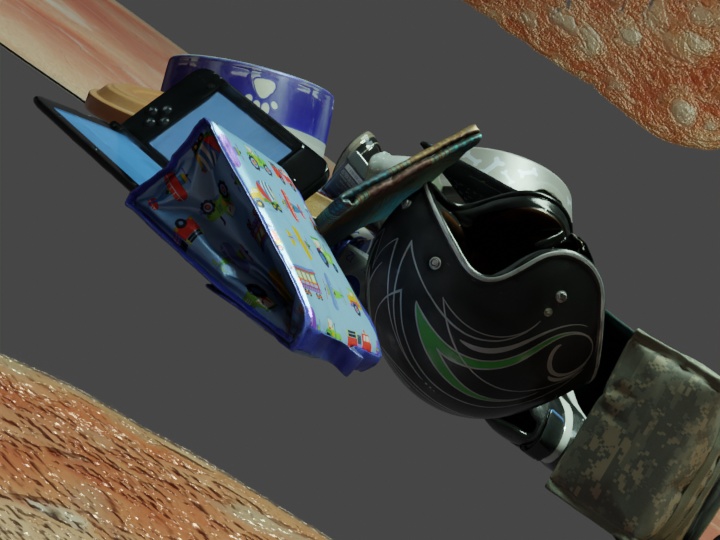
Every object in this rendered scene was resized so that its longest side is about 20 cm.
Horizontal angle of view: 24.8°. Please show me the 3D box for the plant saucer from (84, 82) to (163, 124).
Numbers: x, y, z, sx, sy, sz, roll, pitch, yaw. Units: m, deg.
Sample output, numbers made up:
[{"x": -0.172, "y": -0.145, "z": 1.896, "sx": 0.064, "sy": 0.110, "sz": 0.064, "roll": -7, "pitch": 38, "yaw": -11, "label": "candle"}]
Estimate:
[{"x": -0.181, "y": -0.151, "z": 1.662, "sx": 0.198, "sy": 0.033, "sz": 0.200, "roll": 19, "pitch": 10, "yaw": -4, "label": "plant saucer"}]

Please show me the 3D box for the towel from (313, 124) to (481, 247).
[{"x": 0.012, "y": -0.057, "z": 1.387, "sx": 0.022, "sy": 0.146, "sz": 0.200, "roll": 59, "pitch": -23, "yaw": 3, "label": "towel"}]

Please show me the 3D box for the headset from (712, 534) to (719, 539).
[{"x": 0.353, "y": 0.291, "z": 1.471, "sx": 0.123, "sy": 0.094, "sz": 0.200, "roll": 34, "pitch": -11, "yaw": 25, "label": "headset"}]

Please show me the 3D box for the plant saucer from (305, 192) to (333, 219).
[{"x": -0.096, "y": -0.066, "z": 1.579, "sx": 0.198, "sy": 0.036, "sz": 0.200, "roll": 22, "pitch": 9, "yaw": -4, "label": "plant saucer"}]

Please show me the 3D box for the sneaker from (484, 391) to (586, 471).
[{"x": 0.149, "y": 0.114, "z": 1.546, "sx": 0.111, "sy": 0.073, "sz": 0.200, "roll": 34, "pitch": 7, "yaw": -29, "label": "sneaker"}]

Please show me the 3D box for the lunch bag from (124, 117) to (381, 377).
[{"x": -0.060, "y": 0.000, "z": 1.241, "sx": 0.200, "sy": 0.094, "sz": 0.150, "roll": 49, "pitch": 8, "yaw": 23, "label": "lunch bag"}]

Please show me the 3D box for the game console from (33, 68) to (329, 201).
[{"x": -0.155, "y": -0.117, "z": 1.443, "sx": 0.200, "sy": 0.175, "sz": 0.117, "roll": 40, "pitch": -21, "yaw": 33, "label": "game console"}]

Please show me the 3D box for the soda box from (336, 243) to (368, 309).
[{"x": 0.048, "y": 0.049, "z": 1.525, "sx": 0.068, "sy": 0.064, "sz": 0.199, "roll": 38, "pitch": 5, "yaw": 42, "label": "soda box"}]

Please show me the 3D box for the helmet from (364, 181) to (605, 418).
[{"x": 0.098, "y": 0.024, "z": 1.373, "sx": 0.188, "sy": 0.203, "sz": 0.200, "roll": -3, "pitch": 10, "yaw": -4, "label": "helmet"}]

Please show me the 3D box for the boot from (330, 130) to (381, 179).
[{"x": 0.037, "y": -0.057, "z": 1.908, "sx": 0.150, "sy": 0.073, "sz": 0.201, "roll": 38, "pitch": -34, "yaw": 23, "label": "boot"}]

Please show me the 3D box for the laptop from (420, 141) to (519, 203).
[{"x": 0.128, "y": -0.008, "z": 1.645, "sx": 0.177, "sy": 0.103, "sz": 0.200, "roll": 33, "pitch": -12, "yaw": 48, "label": "laptop"}]

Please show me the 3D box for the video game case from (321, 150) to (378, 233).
[{"x": 0.014, "y": -0.050, "z": 1.825, "sx": 0.143, "sy": 0.019, "sz": 0.200, "roll": 50, "pitch": -16, "yaw": 0, "label": "video game case"}]

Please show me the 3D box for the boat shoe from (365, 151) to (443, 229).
[{"x": 0.038, "y": -0.069, "z": 1.605, "sx": 0.071, "sy": 0.071, "sz": 0.201, "roll": 19, "pitch": -15, "yaw": 10, "label": "boat shoe"}]

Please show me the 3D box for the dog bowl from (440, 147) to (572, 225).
[{"x": 0.142, "y": -0.068, "z": 1.800, "sx": 0.198, "sy": 0.059, "sz": 0.200, "roll": 12, "pitch": -23, "yaw": 5, "label": "dog bowl"}]

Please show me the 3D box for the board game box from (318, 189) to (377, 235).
[{"x": -0.058, "y": -0.056, "z": 1.762, "sx": 0.199, "sy": 0.062, "sz": 0.200, "roll": 37, "pitch": 6, "yaw": 17, "label": "board game box"}]

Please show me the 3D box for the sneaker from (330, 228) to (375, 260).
[{"x": 0.000, "y": 0.000, "z": 1.629, "sx": 0.115, "sy": 0.081, "sz": 0.199, "roll": 34, "pitch": -2, "yaw": 15, "label": "sneaker"}]

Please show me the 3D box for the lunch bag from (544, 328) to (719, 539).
[{"x": 0.274, "y": 0.162, "z": 1.448, "sx": 0.117, "sy": 0.165, "sz": 0.200, "roll": 32, "pitch": 4, "yaw": 30, "label": "lunch bag"}]

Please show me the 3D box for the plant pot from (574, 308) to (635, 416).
[{"x": 0.264, "y": 0.145, "z": 1.715, "sx": 0.200, "sy": 0.142, "sz": 0.141, "roll": 40, "pitch": 1, "yaw": -45, "label": "plant pot"}]

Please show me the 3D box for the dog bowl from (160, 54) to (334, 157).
[{"x": -0.132, "y": -0.180, "z": 1.860, "sx": 0.198, "sy": 0.080, "sz": 0.200, "roll": 13, "pitch": -3, "yaw": 1, "label": "dog bowl"}]
